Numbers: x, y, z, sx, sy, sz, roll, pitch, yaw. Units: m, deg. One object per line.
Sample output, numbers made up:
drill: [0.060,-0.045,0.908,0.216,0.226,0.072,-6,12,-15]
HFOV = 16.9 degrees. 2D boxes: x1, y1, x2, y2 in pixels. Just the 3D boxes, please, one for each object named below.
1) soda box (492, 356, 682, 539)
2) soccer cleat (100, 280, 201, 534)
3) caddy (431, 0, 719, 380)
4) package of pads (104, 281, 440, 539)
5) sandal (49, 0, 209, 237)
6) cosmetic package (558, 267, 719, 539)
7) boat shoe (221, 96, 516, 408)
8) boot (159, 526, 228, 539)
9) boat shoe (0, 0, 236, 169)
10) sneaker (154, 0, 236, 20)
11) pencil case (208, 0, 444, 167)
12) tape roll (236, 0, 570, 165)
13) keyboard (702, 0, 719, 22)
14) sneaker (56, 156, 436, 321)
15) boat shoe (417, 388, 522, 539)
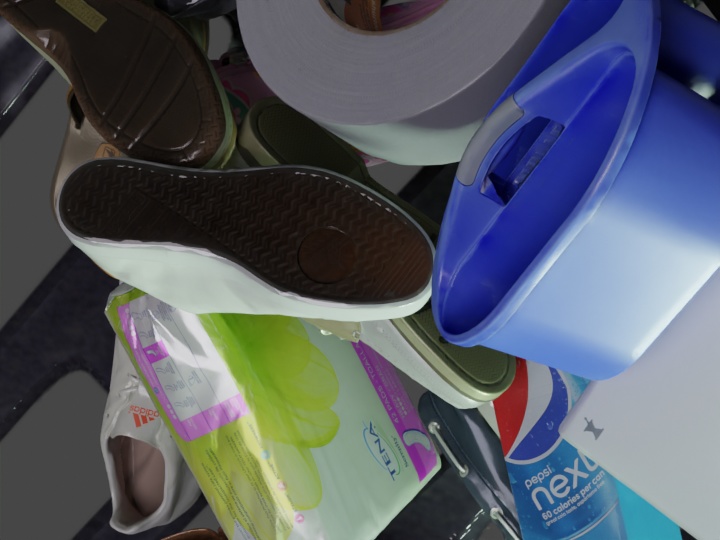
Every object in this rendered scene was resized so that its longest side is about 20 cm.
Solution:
soda box: [0.113,0.067,1.300,0.064,0.068,0.201,-19,78,30]
soccer cleat: [-0.120,0.064,1.449,0.069,0.078,0.201,12,114,22]
caddy: [0.098,-0.044,1.102,0.105,0.142,0.200,20,132,-18]
package of pads: [-0.046,0.067,1.367,0.068,0.154,0.201,-25,97,32]
sandal: [-0.143,-0.100,1.408,0.080,0.054,0.201,25,113,15]
cosmetic package: [0.222,0.007,1.183,0.123,0.200,0.200,37,122,9]
boat shoe: [0.000,0.000,1.286,0.200,0.075,0.068,49,131,8]
boot: [-0.096,0.212,1.456,0.199,0.074,0.155,-18,141,20]
boat shoe: [-0.122,-0.109,1.319,0.072,0.076,0.200,-42,54,0]
sneaker: [-0.117,-0.198,1.334,0.199,0.075,0.114,11,98,19]
pencil case: [0.008,-0.103,1.315,0.199,0.087,0.088,-12,103,30]
tape roll: [0.036,-0.156,1.226,0.200,0.066,0.201,-14,65,31]
keyboard: [0.160,-0.166,1.207,0.127,0.021,0.200,-49,59,31]
sneaker: [-0.052,-0.011,1.242,0.199,0.073,0.085,13,159,15]
boat shoe: [0.103,0.142,1.369,0.062,0.075,0.200,-36,90,31]
